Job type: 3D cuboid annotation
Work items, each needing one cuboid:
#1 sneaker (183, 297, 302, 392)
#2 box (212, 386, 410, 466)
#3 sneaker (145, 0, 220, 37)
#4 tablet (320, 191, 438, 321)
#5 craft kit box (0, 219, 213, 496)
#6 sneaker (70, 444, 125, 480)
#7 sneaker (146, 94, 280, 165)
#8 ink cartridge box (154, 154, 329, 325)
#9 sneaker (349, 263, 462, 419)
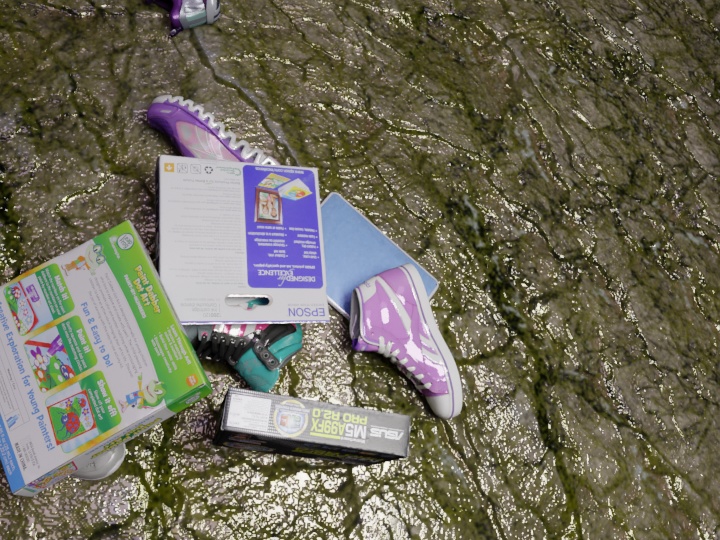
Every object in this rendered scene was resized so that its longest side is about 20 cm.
[{"bbox_3d":[-0.148,0.096,0.776,0.197,0.084,0.122,-17,72,-32],"label":"sneaker"},{"bbox_3d":[-0.060,0.179,0.737,0.196,0.160,0.045,12,67,-12],"label":"box"},{"bbox_3d":[-0.277,-0.425,0.922,0.087,0.074,0.202,-30,83,-17],"label":"sneaker"},{"bbox_3d":[0.000,0.000,0.892,0.199,0.014,0.131,41,66,-1],"label":"tablet"},{"bbox_3d":[-0.276,0.079,0.658,0.195,0.049,0.202,-29,71,-9],"label":"craft kit box"},{"bbox_3d":[-0.340,0.152,0.707,0.199,0.082,0.075,37,67,-1],"label":"sneaker"},{"bbox_3d":[-0.196,-0.142,0.851,0.198,0.080,0.089,34,74,-4],"label":"sneaker"},{"bbox_3d":[-0.139,-0.030,0.776,0.194,0.043,0.204,2,69,-22],"label":"ink cartridge box"},{"bbox_3d":[0.047,0.105,0.833,0.113,0.073,0.204,-21,85,-25],"label":"sneaker"}]
